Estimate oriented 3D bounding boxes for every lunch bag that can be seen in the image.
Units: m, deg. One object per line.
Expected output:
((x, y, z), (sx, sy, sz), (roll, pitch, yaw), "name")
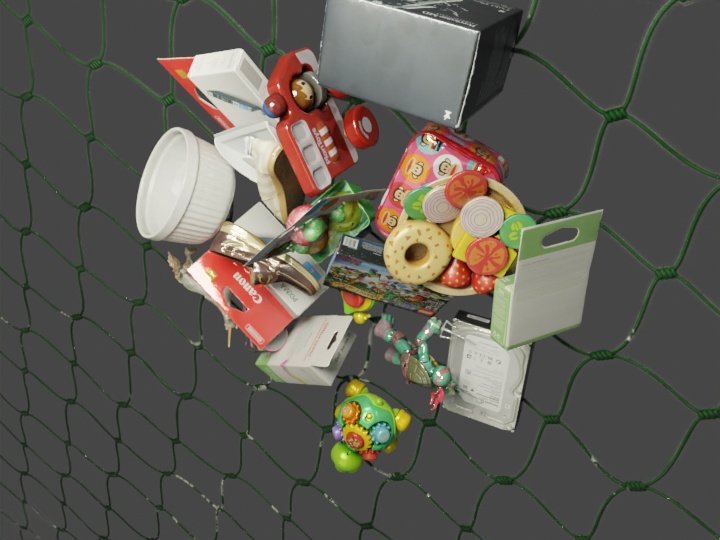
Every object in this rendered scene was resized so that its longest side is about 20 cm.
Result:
((0.132, -0.108, 1.024), (0.176, 0.082, 0.201), (31, 127, 6), "lunch bag")

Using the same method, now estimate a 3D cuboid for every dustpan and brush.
((-0.145, -0.165, 1.141), (0.139, 0.058, 0.200), (-5, 151, 40), "dustpan and brush")

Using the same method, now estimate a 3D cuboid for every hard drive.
((0.218, 0.176, 1.159), (0.139, 0.038, 0.201), (17, 124, 22), "hard drive")

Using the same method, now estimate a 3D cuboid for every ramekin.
((-0.307, -0.142, 1.188), (0.200, 0.105, 0.201), (-20, 62, 45), "ramekin")

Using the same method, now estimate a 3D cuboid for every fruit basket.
((-0.066, -0.064, 1.052), (0.185, 0.200, 0.094), (-36, 88, 31), "fruit basket")

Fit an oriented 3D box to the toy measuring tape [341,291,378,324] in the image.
((0.000, 0.000, 1.171), (0.073, 0.074, 0.201), (4, 108, 28), "toy measuring tape")

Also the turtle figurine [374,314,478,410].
((0.110, 0.151, 1.140), (0.200, 0.100, 0.151), (25, 127, 48), "turtle figurine")

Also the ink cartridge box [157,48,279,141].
((-0.208, -0.266, 1.076), (0.175, 0.045, 0.200), (4, 157, 29), "ink cartridge box")

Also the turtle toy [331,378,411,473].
((0.002, 0.322, 1.325), (0.145, 0.101, 0.201), (32, 128, 11), "turtle toy")

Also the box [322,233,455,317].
((0.048, 0.012, 1.082), (0.199, 0.038, 0.137), (17, 155, -6), "box")

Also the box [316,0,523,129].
((0.080, -0.290, 0.870), (0.199, 0.197, 0.124), (22, 126, 17), "box")

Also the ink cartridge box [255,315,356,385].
((-0.088, 0.147, 1.239), (0.199, 0.117, 0.067), (-5, 136, 44), "ink cartridge box")

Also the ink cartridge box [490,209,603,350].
((0.266, 0.008, 0.970), (0.048, 0.145, 0.201), (-136, 38, -53), "ink cartridge box")

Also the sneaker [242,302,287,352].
((-0.202, 0.063, 1.276), (0.095, 0.079, 0.201), (-29, 65, 47), "sneaker")

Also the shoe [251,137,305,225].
((-0.131, -0.142, 1.080), (0.053, 0.070, 0.200), (23, 155, 16), "shoe")

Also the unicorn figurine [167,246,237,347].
((-0.306, 0.037, 1.370), (0.200, 0.074, 0.138), (36, 140, 26), "unicorn figurine")

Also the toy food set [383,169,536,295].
((0.145, -0.048, 0.962), (0.199, 0.049, 0.199), (23, 118, -7), "toy food set")

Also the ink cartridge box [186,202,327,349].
((-0.179, 0.009, 1.200), (0.200, 0.176, 0.045), (47, 160, -1), "ink cartridge box")

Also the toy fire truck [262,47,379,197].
((-0.072, -0.229, 1.011), (0.112, 0.168, 0.201), (-13, 109, 34), "toy fire truck")

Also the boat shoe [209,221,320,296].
((-0.164, -0.004, 1.140), (0.199, 0.072, 0.072), (33, 165, -3), "boat shoe")
